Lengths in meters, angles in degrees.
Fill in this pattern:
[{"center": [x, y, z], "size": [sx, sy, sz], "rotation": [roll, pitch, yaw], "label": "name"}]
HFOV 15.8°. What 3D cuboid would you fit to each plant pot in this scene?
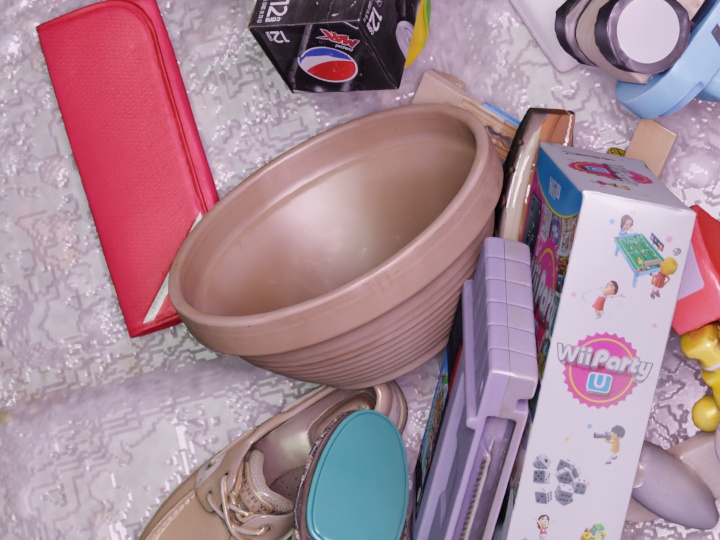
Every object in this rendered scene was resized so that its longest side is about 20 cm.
[{"center": [0.000, 0.000, 1.454], "size": [0.201, 0.201, 0.093], "rotation": [-28, 117, 6], "label": "plant pot"}]

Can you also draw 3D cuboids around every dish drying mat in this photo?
[{"center": [-0.131, -0.065, 1.543], "size": [0.077, 0.018, 0.200], "rotation": [-19, 81, 8], "label": "dish drying mat"}]

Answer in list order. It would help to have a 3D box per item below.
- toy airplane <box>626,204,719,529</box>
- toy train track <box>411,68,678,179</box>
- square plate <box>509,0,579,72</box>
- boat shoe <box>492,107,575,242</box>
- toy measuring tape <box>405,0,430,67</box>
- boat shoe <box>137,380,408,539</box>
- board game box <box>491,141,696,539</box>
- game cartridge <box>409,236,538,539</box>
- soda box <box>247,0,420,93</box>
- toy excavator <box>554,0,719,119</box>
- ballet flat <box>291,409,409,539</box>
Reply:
[{"center": [0.230, 0.081, 1.385], "size": [0.199, 0.141, 0.200], "rotation": [19, 121, 16], "label": "toy airplane"}, {"center": [0.121, -0.059, 1.491], "size": [0.200, 0.033, 0.115], "rotation": [32, 119, 18], "label": "toy train track"}, {"center": [0.142, -0.251, 1.513], "size": [0.198, 0.028, 0.200], "rotation": [-35, 80, 5], "label": "square plate"}, {"center": [0.107, 0.009, 1.465], "size": [0.074, 0.076, 0.200], "rotation": [7, 101, -1], "label": "boat shoe"}, {"center": [0.042, -0.155, 1.494], "size": [0.200, 0.074, 0.074], "rotation": [-13, 82, 14], "label": "toy measuring tape"}, {"center": [-0.060, 0.127, 1.486], "size": [0.200, 0.065, 0.072], "rotation": [-39, 79, 3], "label": "boat shoe"}, {"center": [0.114, 0.045, 1.362], "size": [0.064, 0.148, 0.200], "rotation": [10, 101, -7], "label": "board game box"}, {"center": [0.055, 0.096, 1.377], "size": [0.038, 0.130, 0.200], "rotation": [8, 123, -9], "label": "game cartridge"}, {"center": [0.002, -0.196, 1.450], "size": [0.071, 0.063, 0.200], "rotation": [-1, 57, 24], "label": "soda box"}, {"center": [0.239, -0.142, 1.440], "size": [0.200, 0.100, 0.195], "rotation": [37, 87, -15], "label": "toy excavator"}, {"center": [-0.012, 0.169, 1.401], "size": [0.068, 0.075, 0.200], "rotation": [17, 46, -20], "label": "ballet flat"}]
